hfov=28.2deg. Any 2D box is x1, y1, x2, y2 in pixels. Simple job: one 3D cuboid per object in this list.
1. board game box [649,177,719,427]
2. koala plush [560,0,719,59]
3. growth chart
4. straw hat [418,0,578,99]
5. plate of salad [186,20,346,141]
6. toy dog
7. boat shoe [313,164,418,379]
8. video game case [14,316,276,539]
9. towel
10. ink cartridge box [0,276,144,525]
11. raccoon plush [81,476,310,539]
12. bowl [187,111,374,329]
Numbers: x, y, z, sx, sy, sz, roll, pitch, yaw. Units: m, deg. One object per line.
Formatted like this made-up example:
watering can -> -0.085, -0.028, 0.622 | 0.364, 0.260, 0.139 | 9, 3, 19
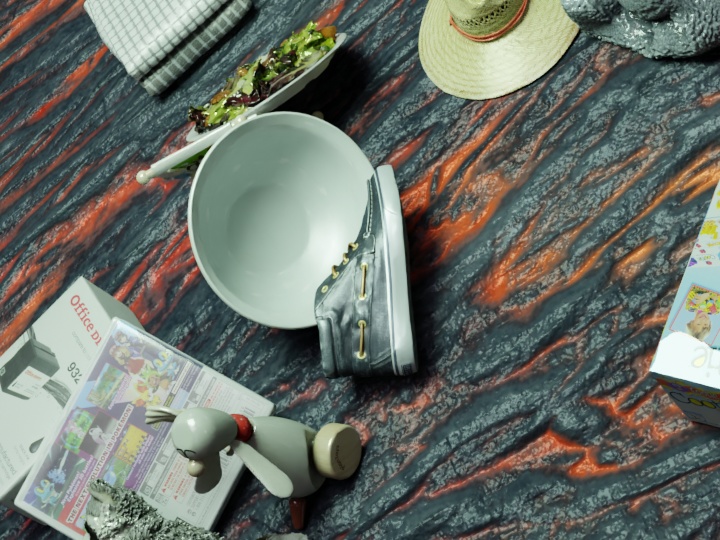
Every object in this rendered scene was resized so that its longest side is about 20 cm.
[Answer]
board game box -> 0.317, 0.018, 1.114 | 0.104, 0.103, 0.202 | 13, 71, 36
koala plush -> 0.264, -0.299, 1.264 | 0.178, 0.200, 0.183 | -50, 50, -3
growth chart -> -0.133, -0.124, 1.444 | 0.144, 0.200, 0.018 | -29, 85, 22
straw hat -> 0.121, -0.278, 1.418 | 0.199, 0.085, 0.204 | -15, 57, 24
plate of salad -> -0.103, -0.198, 1.484 | 0.199, 0.048, 0.200 | -30, 16, 10
toy dog -> -0.091, 0.175, 1.251 | 0.131, 0.198, 0.098 | -9, 74, 56
boat shoe -> 0.000, 0.000, 1.320 | 0.089, 0.071, 0.203 | -6, 70, 5
video game case -> -0.202, 0.174, 1.350 | 0.181, 0.023, 0.202 | 27, 84, 10
towel -> -0.230, -0.318, 1.670 | 0.165, 0.085, 0.201 | -41, 51, 8
ink cartridge box -> -0.301, 0.131, 1.458 | 0.200, 0.084, 0.145 | -44, 50, 3
raccoon plush -> -0.155, 0.232, 1.291 | 0.197, 0.097, 0.135 | -15, 69, -14
bowl -> -0.080, -0.044, 1.376 | 0.203, 0.200, 0.090 | -65, 18, -14
